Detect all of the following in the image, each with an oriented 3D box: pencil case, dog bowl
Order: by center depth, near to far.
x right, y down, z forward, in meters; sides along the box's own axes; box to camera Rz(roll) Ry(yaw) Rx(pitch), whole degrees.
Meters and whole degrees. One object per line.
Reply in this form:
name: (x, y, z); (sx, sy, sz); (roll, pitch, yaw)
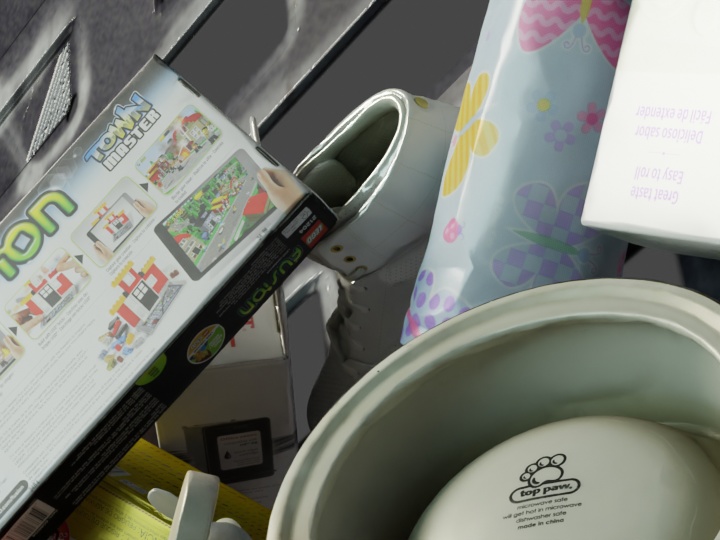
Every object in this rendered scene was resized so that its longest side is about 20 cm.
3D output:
dog bowl: (0.070, 0.097, 0.785); (0.199, 0.074, 0.200); (-19, 36, 15)
pencil case: (0.082, -0.047, 0.896); (0.083, 0.090, 0.201); (21, 95, 69)

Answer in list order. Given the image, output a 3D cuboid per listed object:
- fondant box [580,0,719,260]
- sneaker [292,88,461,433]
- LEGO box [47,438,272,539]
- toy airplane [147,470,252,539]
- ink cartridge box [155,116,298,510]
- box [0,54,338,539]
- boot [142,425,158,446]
fondant box: (0.168, -0.101, 0.803); (0.144, 0.058, 0.201); (11, 89, 56)
sneaker: (0.000, 0.000, 0.986); (0.200, 0.115, 0.074); (-57, 36, 27)
LEGO box: (-0.119, 0.155, 0.961); (0.200, 0.077, 0.149); (26, 101, 28)
toy airplane: (-0.085, 0.188, 0.816); (0.200, 0.141, 0.200); (145, 126, -58)
ink cartridge box: (-0.069, 0.035, 1.033); (0.200, 0.066, 0.116); (88, 173, -51)
box: (-0.116, 0.015, 0.927); (0.200, 0.035, 0.110); (-47, 60, -1)
boot: (-0.121, 0.080, 1.096); (0.188, 0.068, 0.201); (-72, -21, -76)
